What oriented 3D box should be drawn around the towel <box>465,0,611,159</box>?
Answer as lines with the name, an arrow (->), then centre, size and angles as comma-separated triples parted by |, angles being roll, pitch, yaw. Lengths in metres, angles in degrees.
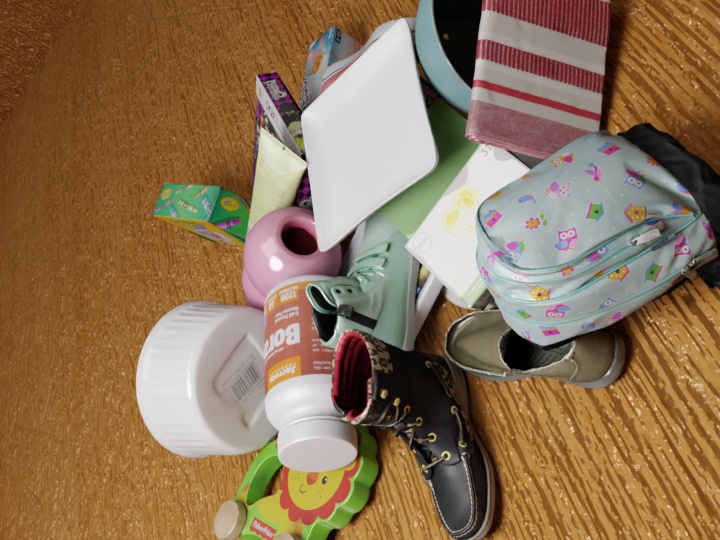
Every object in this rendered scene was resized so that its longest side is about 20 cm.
towel -> 0.181, -0.211, 0.804 | 0.023, 0.143, 0.202 | 163, 117, -70

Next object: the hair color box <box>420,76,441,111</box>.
hair color box -> 0.014, -0.174, 1.068 | 0.201, 0.065, 0.109 | -60, 36, 9

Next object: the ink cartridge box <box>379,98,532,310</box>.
ink cartridge box -> 0.098, -0.077, 0.840 | 0.200, 0.048, 0.146 | 45, 106, 27

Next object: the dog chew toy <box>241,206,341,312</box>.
dog chew toy -> -0.099, 0.005, 1.044 | 0.200, 0.123, 0.125 | 123, 153, -57

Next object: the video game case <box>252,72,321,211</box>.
video game case -> -0.105, -0.138, 1.109 | 0.201, 0.036, 0.182 | 101, 150, -45

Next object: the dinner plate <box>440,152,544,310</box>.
dinner plate -> 0.144, -0.055, 0.876 | 0.199, 0.024, 0.202 | -26, 52, 40

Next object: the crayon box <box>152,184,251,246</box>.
crayon box -> -0.230, -0.086, 1.265 | 0.199, 0.118, 0.059 | 10, 77, 52

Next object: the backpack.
backpack -> 0.194, -0.031, 0.677 | 0.199, 0.127, 0.167 | -30, 37, 1

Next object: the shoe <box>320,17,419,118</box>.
shoe -> 0.016, -0.230, 0.993 | 0.199, 0.071, 0.092 | -18, 59, 50

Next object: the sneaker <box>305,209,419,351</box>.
sneaker -> 0.000, 0.000, 0.878 | 0.074, 0.118, 0.202 | -33, 49, 45

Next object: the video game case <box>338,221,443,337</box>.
video game case -> 0.033, 0.003, 0.956 | 0.201, 0.023, 0.182 | -64, 34, 13

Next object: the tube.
tube -> -0.113, -0.092, 1.047 | 0.201, 0.058, 0.052 | 109, 162, -51

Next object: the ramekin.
ramekin -> -0.171, 0.137, 1.010 | 0.097, 0.200, 0.202 | -6, 65, 41

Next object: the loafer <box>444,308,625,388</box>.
loafer -> 0.150, 0.065, 0.761 | 0.199, 0.069, 0.076 | -4, 67, 49

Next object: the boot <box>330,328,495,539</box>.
boot -> 0.049, 0.152, 0.766 | 0.073, 0.150, 0.201 | -35, 46, 33

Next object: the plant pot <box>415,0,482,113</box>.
plant pot -> 0.139, -0.251, 0.875 | 0.135, 0.199, 0.202 | -13, 58, 69

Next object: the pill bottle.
pill bottle -> -0.052, 0.114, 0.896 | 0.112, 0.112, 0.201 | -35, 44, 33

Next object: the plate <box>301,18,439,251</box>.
plate -> 0.010, -0.147, 0.903 | 0.200, 0.032, 0.201 | -35, 53, 41

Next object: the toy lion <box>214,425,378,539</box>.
toy lion -> -0.067, 0.250, 0.934 | 0.199, 0.068, 0.193 | 4, 67, 52

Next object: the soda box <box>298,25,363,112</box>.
soda box -> -0.045, -0.251, 1.173 | 0.063, 0.068, 0.202 | -22, 52, 46
